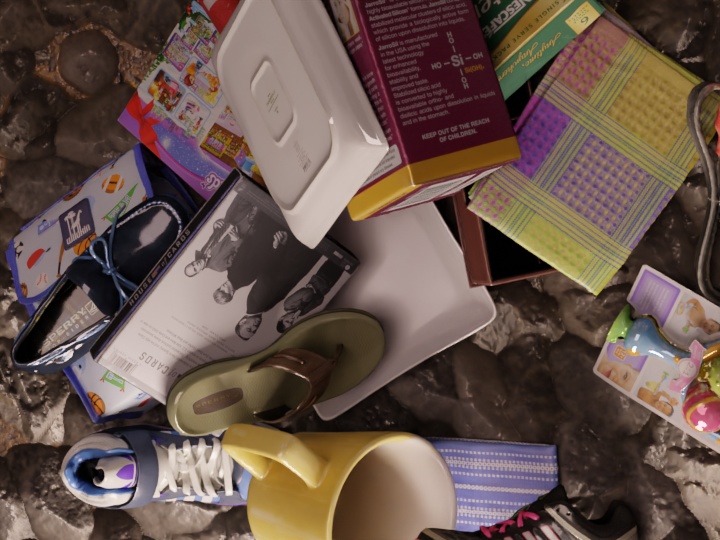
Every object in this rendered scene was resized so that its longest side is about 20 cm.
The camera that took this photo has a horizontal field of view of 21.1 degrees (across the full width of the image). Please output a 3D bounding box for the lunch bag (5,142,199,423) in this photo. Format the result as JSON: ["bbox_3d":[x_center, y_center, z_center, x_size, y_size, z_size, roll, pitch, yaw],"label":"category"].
[{"bbox_3d":[-0.211,0.010,1.742,0.169,0.124,0.201,-34,78,14],"label":"lunch bag"}]

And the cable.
[{"bbox_3d":[0.295,-0.071,1.539,0.096,0.050,0.202,13,99,-11],"label":"cable"}]

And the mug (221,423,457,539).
[{"bbox_3d":[-0.025,0.188,1.660,0.153,0.149,0.188,7,121,49],"label":"mug"}]

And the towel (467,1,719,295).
[{"bbox_3d":[0.193,-0.098,1.556,0.143,0.023,0.201,33,89,-6],"label":"towel"}]

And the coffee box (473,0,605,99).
[{"bbox_3d":[0.098,-0.243,1.572,0.123,0.044,0.201,-40,57,13],"label":"coffee box"}]

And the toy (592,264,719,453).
[{"bbox_3d":[0.285,0.096,1.565,0.199,0.047,0.116,34,123,20],"label":"toy"}]

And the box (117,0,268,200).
[{"bbox_3d":[-0.108,-0.130,1.706,0.200,0.039,0.137,41,106,24],"label":"box"}]

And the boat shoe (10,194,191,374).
[{"bbox_3d":[-0.219,0.021,1.648,0.084,0.069,0.200,40,99,8],"label":"boat shoe"}]

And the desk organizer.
[{"bbox_3d":[0.113,-0.090,1.599,0.071,0.077,0.202,-11,92,-7],"label":"desk organizer"}]

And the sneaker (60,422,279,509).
[{"bbox_3d":[-0.170,0.181,1.732,0.199,0.146,0.081,2,97,24],"label":"sneaker"}]

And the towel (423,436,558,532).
[{"bbox_3d":[0.104,0.248,1.686,0.144,0.024,0.202,1,97,23],"label":"towel"}]

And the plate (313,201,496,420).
[{"bbox_3d":[0.000,0.000,1.698,0.199,0.032,0.201,-33,83,24],"label":"plate"}]

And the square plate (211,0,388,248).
[{"bbox_3d":[-0.059,-0.138,1.537,0.199,0.028,0.200,65,153,13],"label":"square plate"}]

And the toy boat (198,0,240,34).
[{"bbox_3d":[-0.067,-0.243,1.620,0.130,0.131,0.201,-32,69,-4],"label":"toy boat"}]

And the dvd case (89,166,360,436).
[{"bbox_3d":[-0.114,0.030,1.642,0.200,0.150,0.025,-50,35,6],"label":"dvd case"}]

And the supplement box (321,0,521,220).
[{"bbox_3d":[0.029,-0.156,1.511,0.131,0.103,0.201,-24,82,66],"label":"supplement box"}]

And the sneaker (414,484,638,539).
[{"bbox_3d":[0.144,0.221,1.620,0.198,0.074,0.088,5,89,-1],"label":"sneaker"}]

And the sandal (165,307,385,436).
[{"bbox_3d":[-0.067,0.098,1.648,0.200,0.057,0.080,-23,117,-11],"label":"sandal"}]
